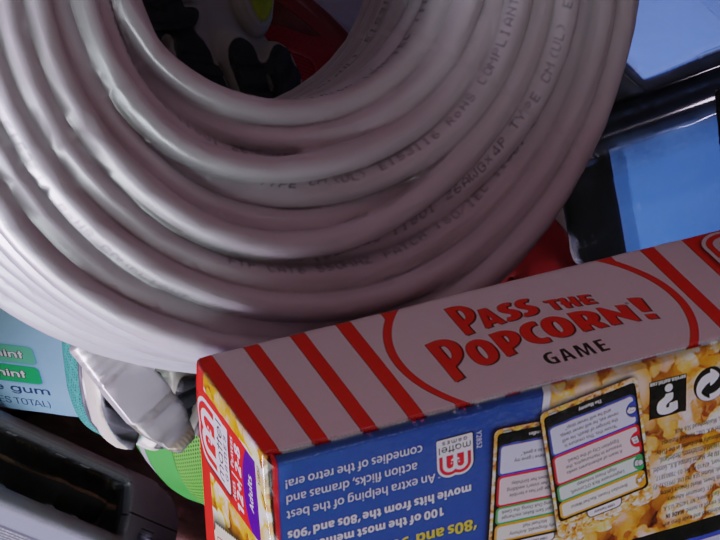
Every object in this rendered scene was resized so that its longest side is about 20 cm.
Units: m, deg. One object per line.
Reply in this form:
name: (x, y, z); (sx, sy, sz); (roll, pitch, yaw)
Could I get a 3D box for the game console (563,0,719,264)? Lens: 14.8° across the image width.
game console: (0.104, -0.042, 0.720); (0.200, 0.119, 0.171); (-19, 135, 40)

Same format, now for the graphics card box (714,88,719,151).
graphics card box: (0.171, 0.027, 0.630); (0.200, 0.051, 0.126); (20, 128, 47)

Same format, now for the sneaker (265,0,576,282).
sneaker: (0.000, 0.000, 0.823); (0.078, 0.116, 0.200); (-16, 135, 40)

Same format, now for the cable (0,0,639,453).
cable: (-0.028, -0.075, 0.645); (0.200, 0.200, 0.069); (42, 166, -24)

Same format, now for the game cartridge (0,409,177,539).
game cartridge: (-0.171, 0.072, 1.018); (0.133, 0.042, 0.200); (5, 165, 28)

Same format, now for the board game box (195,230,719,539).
board game box: (0.042, 0.099, 0.666); (0.151, 0.046, 0.201); (-13, 121, -20)

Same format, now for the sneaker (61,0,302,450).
sneaker: (-0.063, -0.054, 0.726); (0.079, 0.201, 0.077); (-4, 179, 42)

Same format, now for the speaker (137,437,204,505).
speaker: (0.009, 0.066, 0.872); (0.200, 0.089, 0.089); (30, 165, 44)

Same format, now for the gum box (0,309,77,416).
gum box: (-0.157, -0.027, 0.907); (0.169, 0.045, 0.200); (7, 147, 9)
